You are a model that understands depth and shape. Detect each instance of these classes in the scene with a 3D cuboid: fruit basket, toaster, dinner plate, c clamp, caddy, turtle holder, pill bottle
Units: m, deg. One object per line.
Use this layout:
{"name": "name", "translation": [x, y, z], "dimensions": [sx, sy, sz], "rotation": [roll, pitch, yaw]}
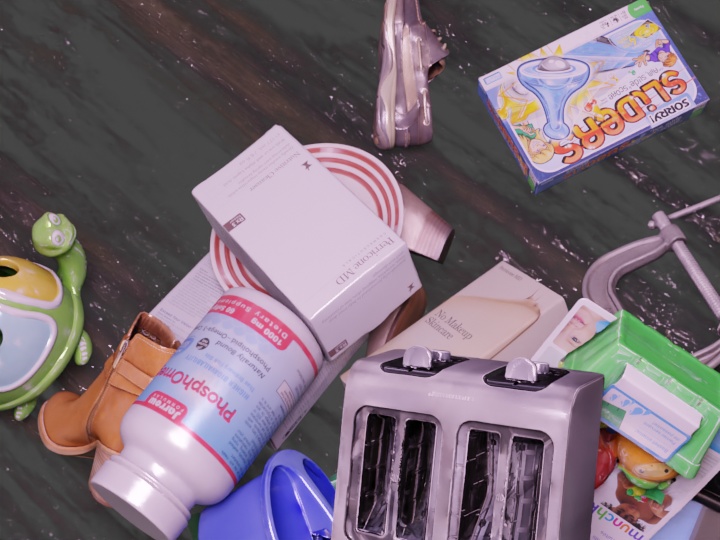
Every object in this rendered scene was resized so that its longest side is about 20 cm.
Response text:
{"name": "fruit basket", "translation": [0.205, 0.144, 0.831], "dimensions": [0.185, 0.094, 0.201], "rotation": [34, 115, 0]}
{"name": "toaster", "translation": [0.079, 0.161, 0.747], "dimensions": [0.180, 0.118, 0.202], "rotation": [6, 89, 25]}
{"name": "dinner plate", "translation": [-0.052, -0.039, 0.968], "dimensions": [0.199, 0.024, 0.201], "rotation": [-8, 56, 12]}
{"name": "c clamp", "translation": [0.302, 0.018, 0.941], "dimensions": [0.170, 0.027, 0.201], "rotation": [-20, 47, 10]}
{"name": "caddy", "translation": [-0.047, 0.253, 0.826], "dimensions": [0.104, 0.141, 0.201], "rotation": [-26, 78, 19]}
{"name": "turtle holder", "translation": [-0.339, 0.046, 0.959], "dimensions": [0.185, 0.132, 0.142], "rotation": [-29, 56, 8]}
{"name": "pill bottle", "translation": [-0.126, 0.119, 0.816], "dimensions": [0.108, 0.109, 0.200], "rotation": [31, 63, 13]}

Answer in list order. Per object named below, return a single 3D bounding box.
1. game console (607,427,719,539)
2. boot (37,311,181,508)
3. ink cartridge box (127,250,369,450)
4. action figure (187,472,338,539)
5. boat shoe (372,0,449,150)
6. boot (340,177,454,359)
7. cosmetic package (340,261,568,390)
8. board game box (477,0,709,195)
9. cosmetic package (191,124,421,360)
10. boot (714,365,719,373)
{"name": "game console", "translation": [0.249, 0.192, 0.892], "dimensions": [0.199, 0.177, 0.117], "rotation": [24, 49, 11]}
{"name": "boot", "translation": [-0.235, 0.110, 0.923], "dimensions": [0.076, 0.200, 0.156], "rotation": [14, 98, -32]}
{"name": "ink cartridge box", "translation": [-0.096, 0.048, 0.962], "dimensions": [0.199, 0.041, 0.200], "rotation": [27, 63, 30]}
{"name": "action figure", "translation": [-0.055, 0.247, 0.934], "dimensions": [0.199, 0.055, 0.119], "rotation": [-26, 72, 2]}
{"name": "boat shoe", "translation": [0.055, -0.224, 1.052], "dimensions": [0.073, 0.075, 0.202], "rotation": [5, 84, -3]}
{"name": "boot", "translation": [0.000, 0.000, 0.997], "dimensions": [0.145, 0.070, 0.201], "rotation": [22, 77, 18]}
{"name": "cosmetic package", "translation": [0.094, 0.088, 0.918], "dimensions": [0.199, 0.073, 0.103], "rotation": [-36, 33, -13]}
{"name": "board game box", "translation": [0.241, -0.183, 1.034], "dimensions": [0.199, 0.034, 0.136], "rotation": [-27, 74, -2]}
{"name": "cosmetic package", "translation": [-0.051, -0.028, 0.898], "dimensions": [0.113, 0.081, 0.200], "rotation": [-40, 55, -12]}
{"name": "boot", "translation": [0.421, 0.116, 0.880], "dimensions": [0.198, 0.138, 0.078], "rotation": [9, 76, 7]}
